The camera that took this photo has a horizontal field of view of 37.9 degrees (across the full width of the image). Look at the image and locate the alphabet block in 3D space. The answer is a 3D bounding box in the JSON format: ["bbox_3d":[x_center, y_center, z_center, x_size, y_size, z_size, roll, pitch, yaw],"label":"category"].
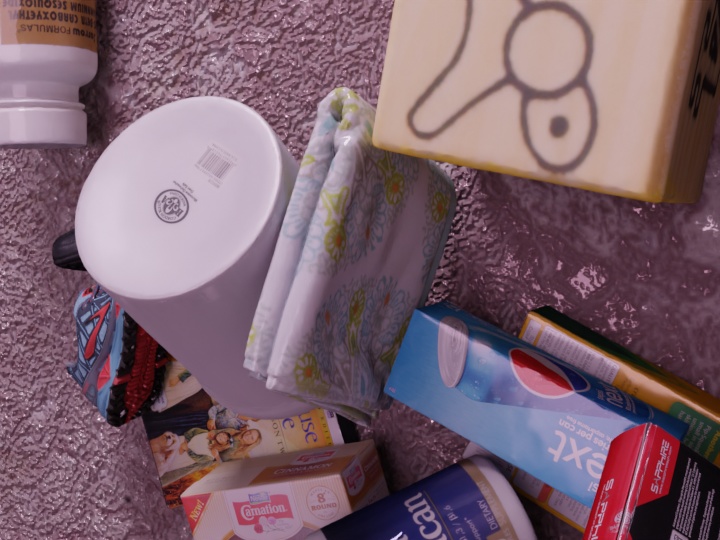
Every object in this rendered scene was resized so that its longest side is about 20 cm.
[{"bbox_3d":[0.139,-0.160,0.688,0.193,0.196,0.204,15,100,25],"label":"alphabet block"}]

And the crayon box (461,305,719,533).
[{"bbox_3d":[0.188,0.129,0.763,0.198,0.051,0.127,30,106,22],"label":"crayon box"}]

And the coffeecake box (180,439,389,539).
[{"bbox_3d":[-0.040,0.253,0.853,0.151,0.073,0.203,-13,98,26],"label":"coffeecake box"}]

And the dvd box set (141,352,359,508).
[{"bbox_3d":[-0.106,0.115,0.916,0.197,0.029,0.149,-19,85,26],"label":"dvd box set"}]

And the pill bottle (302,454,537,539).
[{"bbox_3d":[0.022,0.219,0.733,0.197,0.111,0.113,-23,82,-11],"label":"pill bottle"}]

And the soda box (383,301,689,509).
[{"bbox_3d":[0.120,0.095,0.731,0.198,0.064,0.069,27,104,21],"label":"soda box"}]

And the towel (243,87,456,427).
[{"bbox_3d":[0.000,0.000,0.728,0.047,0.171,0.203,12,81,27],"label":"towel"}]

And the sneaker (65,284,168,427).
[{"bbox_3d":[-0.207,0.032,0.891,0.095,0.079,0.203,32,114,23],"label":"sneaker"}]

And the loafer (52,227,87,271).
[{"bbox_3d":[-0.189,-0.051,0.928,0.198,0.068,0.072,-19,78,20],"label":"loafer"}]

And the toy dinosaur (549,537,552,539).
[{"bbox_3d":[0.144,0.311,0.784,0.102,0.077,0.201,-44,72,29],"label":"toy dinosaur"}]

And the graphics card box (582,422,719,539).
[{"bbox_3d":[0.221,0.197,0.625,0.198,0.127,0.051,32,149,-10],"label":"graphics card box"}]

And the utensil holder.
[{"bbox_3d":[-0.094,-0.004,0.776,0.167,0.200,0.173,-9,60,16],"label":"utensil holder"}]

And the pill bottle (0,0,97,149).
[{"bbox_3d":[-0.293,-0.213,0.938,0.112,0.114,0.204,0,94,25],"label":"pill bottle"}]
